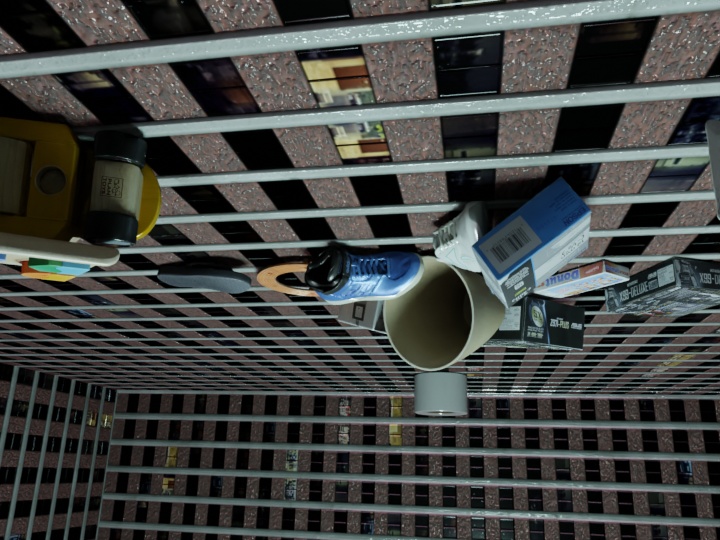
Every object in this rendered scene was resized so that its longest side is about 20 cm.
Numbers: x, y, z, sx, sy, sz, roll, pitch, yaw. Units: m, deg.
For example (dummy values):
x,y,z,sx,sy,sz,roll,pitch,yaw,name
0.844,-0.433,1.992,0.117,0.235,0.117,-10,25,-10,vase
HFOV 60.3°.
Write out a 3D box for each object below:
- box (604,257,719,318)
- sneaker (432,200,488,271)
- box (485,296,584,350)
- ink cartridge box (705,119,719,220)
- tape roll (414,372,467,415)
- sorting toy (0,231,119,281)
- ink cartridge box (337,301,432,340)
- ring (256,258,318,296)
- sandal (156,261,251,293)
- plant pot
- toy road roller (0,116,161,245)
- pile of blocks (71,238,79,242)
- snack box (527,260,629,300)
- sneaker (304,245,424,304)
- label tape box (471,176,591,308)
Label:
x,y,z,sx,sy,sz,roll,pitch,yaw,name
0.570,0.038,1.127,0.154,0.051,0.200,5,162,-11,box
0.144,-0.042,0.893,0.078,0.072,0.201,3,163,6,sneaker
0.327,0.110,1.269,0.161,0.088,0.199,11,170,-26,box
0.443,-0.107,0.582,0.195,0.119,0.068,0,164,4,ink cartridge box
0.303,0.466,2.332,0.198,0.142,0.203,2,163,1,tape roll
-0.381,-0.015,0.675,0.183,0.037,0.198,9,173,-37,sorting toy
0.050,0.085,1.211,0.114,0.068,0.199,12,177,-28,ink cartridge box
-0.097,0.014,1.174,0.196,0.020,0.201,1,161,0,ring
-0.290,0.004,1.141,0.196,0.044,0.076,6,157,22,sandal
0.172,0.073,1.106,0.185,0.191,0.198,-14,170,40,plant pot
-0.335,-0.089,0.722,0.196,0.126,0.146,5,174,-12,toy road roller
-0.471,-0.061,0.873,0.197,0.084,0.062,-8,160,29,pile of blocks
0.388,0.024,1.144,0.071,0.025,0.199,13,159,-30,snack box
0.000,0.001,1.028,0.197,0.078,0.111,-12,155,25,sneaker
0.237,-0.021,0.845,0.142,0.067,0.200,-38,153,4,label tape box
